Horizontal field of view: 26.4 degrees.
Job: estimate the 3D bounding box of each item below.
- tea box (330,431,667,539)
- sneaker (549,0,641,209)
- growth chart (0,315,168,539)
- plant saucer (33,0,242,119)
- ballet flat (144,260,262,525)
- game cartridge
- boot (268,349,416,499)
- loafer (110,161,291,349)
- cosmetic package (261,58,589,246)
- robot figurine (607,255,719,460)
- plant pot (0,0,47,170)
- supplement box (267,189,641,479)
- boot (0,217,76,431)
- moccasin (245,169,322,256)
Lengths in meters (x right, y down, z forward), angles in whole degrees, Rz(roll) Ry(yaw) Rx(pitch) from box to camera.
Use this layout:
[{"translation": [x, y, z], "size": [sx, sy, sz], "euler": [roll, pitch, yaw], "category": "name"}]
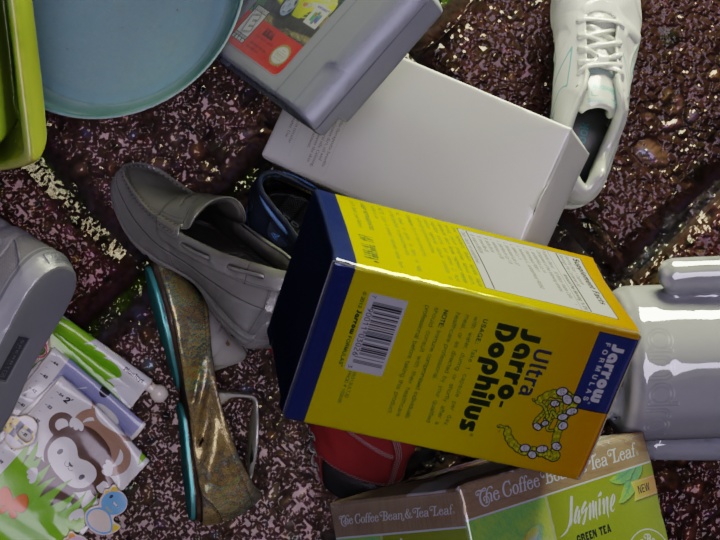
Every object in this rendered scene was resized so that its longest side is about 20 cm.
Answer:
[{"translation": [0.108, 0.228, 1.054], "size": [0.199, 0.133, 0.198], "euler": [-9, 85, -43], "category": "tea box"}, {"translation": [0.174, -0.145, 1.121], "size": [0.070, 0.080, 0.202], "euler": [5, 92, -4], "category": "sneaker"}, {"translation": [-0.230, 0.138, 1.130], "size": [0.144, 0.018, 0.201], "euler": [31, 91, -7], "category": "growth chart"}, {"translation": [-0.175, -0.198, 1.081], "size": [0.198, 0.027, 0.202], "euler": [-2, 77, 7], "category": "plant saucer"}, {"translation": [-0.109, 0.084, 1.116], "size": [0.070, 0.071, 0.202], "euler": [-10, 98, -5], "category": "ballet flat"}, {"translation": [-0.030, -0.176, 1.045], "size": [0.133, 0.200, 0.041], "euler": [-46, 126, -3], "category": "game cartridge"}, {"translation": [-0.039, 0.084, 1.121], "size": [0.200, 0.145, 0.072], "euler": [39, 47, 23], "category": "boot"}, {"translation": [-0.104, -0.025, 1.062], "size": [0.200, 0.070, 0.070], "euler": [39, 125, 32], "category": "loafer"}, {"translation": [0.046, -0.081, 1.073], "size": [0.199, 0.085, 0.108], "euler": [27, 91, 17], "category": "cosmetic package"}, {"translation": [0.247, 0.067, 1.123], "size": [0.198, 0.113, 0.171], "euler": [-2, 120, -5], "category": "robot figurine"}, {"translation": [-0.321, -0.143, 1.000], "size": [0.181, 0.198, 0.202], "euler": [-10, 95, -48], "category": "plant pot"}, {"translation": [0.054, 0.040, 0.958], "size": [0.198, 0.109, 0.110], "euler": [13, 113, -14], "category": "supplement box"}, {"translation": [-0.288, 0.056, 1.092], "size": [0.095, 0.074, 0.201], "euler": [32, 88, 26], "category": "boot"}, {"translation": [0.000, 0.000, 1.052], "size": [0.199, 0.068, 0.081], "euler": [27, 66, 13], "category": "moccasin"}]
